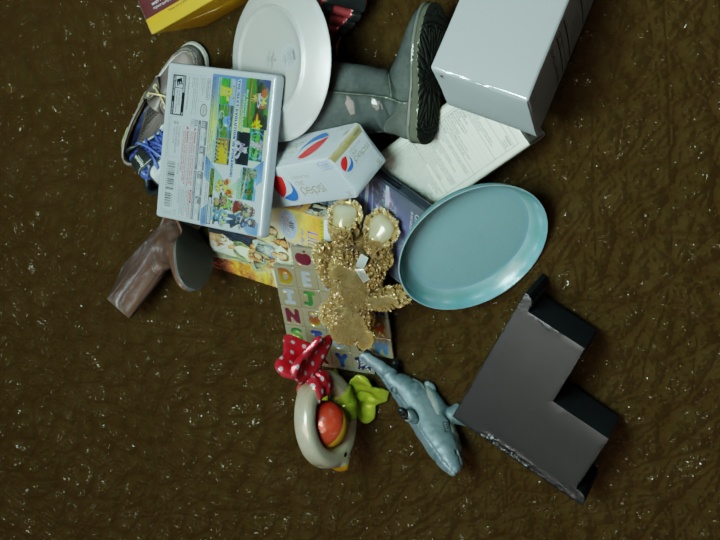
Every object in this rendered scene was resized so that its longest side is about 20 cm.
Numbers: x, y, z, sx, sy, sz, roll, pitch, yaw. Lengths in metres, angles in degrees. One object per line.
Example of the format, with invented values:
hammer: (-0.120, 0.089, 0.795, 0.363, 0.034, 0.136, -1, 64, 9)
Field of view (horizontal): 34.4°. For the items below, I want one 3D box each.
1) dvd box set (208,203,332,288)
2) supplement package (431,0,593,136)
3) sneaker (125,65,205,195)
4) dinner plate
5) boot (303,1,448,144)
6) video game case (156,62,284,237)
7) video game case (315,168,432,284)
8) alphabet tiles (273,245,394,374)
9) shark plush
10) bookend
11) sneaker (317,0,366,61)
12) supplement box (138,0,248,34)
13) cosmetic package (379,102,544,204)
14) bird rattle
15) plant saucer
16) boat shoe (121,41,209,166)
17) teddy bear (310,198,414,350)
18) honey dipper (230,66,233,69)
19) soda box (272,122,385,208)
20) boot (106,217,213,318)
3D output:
dvd box set: (-0.120, -0.041, 1.602, 0.197, 0.029, 0.148, 18, 132, 20)
supplement package: (0.179, -0.279, 1.315, 0.120, 0.120, 0.202, 22, 84, 18)
sneaker: (-0.251, -0.171, 1.581, 0.081, 0.114, 0.201, 44, 130, 24)
dinner plate: (-0.108, -0.264, 1.463, 0.198, 0.024, 0.204, 9, 102, 46)
boot: (0.006, -0.246, 1.434, 0.198, 0.072, 0.185, 16, 101, 37)
video game case: (-0.182, -0.156, 1.488, 0.180, 0.022, 0.204, 12, 100, 32)
video game case: (0.013, -0.074, 1.500, 0.199, 0.019, 0.144, 37, 142, 29)
alphabet tiles: (-0.037, 0.056, 1.593, 0.164, 0.006, 0.203, 8, 126, 23)
shark plush: (0.079, 0.181, 1.565, 0.090, 0.083, 0.202, -31, 90, 30)
bookend: (0.253, 0.148, 1.467, 0.197, 0.092, 0.202, 32, 115, 12)
sneaker: (-0.058, -0.318, 1.504, 0.200, 0.073, 0.088, -49, 44, 39)
supplement box: (-0.201, -0.442, 1.487, 0.195, 0.133, 0.203, -21, 96, 29)
cosmetic package: (0.118, -0.152, 1.454, 0.199, 0.073, 0.104, -33, 90, 29)
bird rattle: (-0.042, 0.181, 1.563, 0.111, 0.200, 0.166, -5, 63, 21)
plant saucer: (0.137, -0.034, 1.439, 0.201, 0.198, 0.028, -53, 39, 27)
boat shoe: (-0.276, -0.229, 1.628, 0.072, 0.059, 0.201, 40, 118, 10)
teddy bear: (0.000, 0.000, 1.495, 0.143, 0.067, 0.203, -1, 116, 20)
honey dipper: (-0.132, -0.291, 1.526, 0.038, 0.038, 0.200, 48, 133, 6)
soda box: (-0.060, -0.130, 1.463, 0.199, 0.068, 0.064, -2, 133, 53)
boot: (-0.295, 0.016, 1.664, 0.064, 0.188, 0.200, 30, 121, -29)
